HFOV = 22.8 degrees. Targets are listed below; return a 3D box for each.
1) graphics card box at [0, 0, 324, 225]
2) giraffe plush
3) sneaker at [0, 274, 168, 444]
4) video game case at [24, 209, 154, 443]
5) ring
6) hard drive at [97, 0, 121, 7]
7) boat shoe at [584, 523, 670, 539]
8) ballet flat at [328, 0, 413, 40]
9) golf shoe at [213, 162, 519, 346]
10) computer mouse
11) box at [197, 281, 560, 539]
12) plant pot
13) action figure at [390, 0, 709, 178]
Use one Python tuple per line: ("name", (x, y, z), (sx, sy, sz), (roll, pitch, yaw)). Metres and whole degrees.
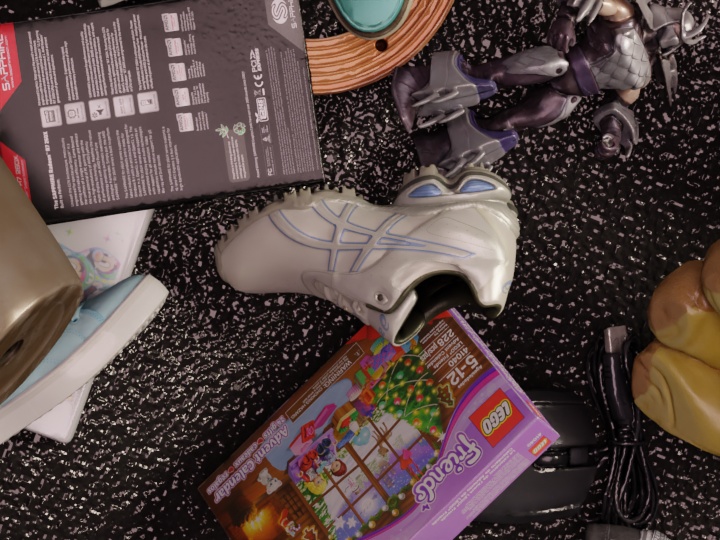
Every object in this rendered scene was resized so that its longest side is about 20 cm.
("graphics card box", (-0.126, -0.101, 1.102), (0.198, 0.051, 0.127), (-9, 91, -2))
("giraffe plush", (0.290, 0.059, 1.100), (0.161, 0.173, 0.201), (-25, 79, -34))
("sneaker", (-0.214, 0.050, 1.095), (0.199, 0.074, 0.082), (-36, 98, 0))
("video game case", (-0.236, -0.015, 1.138), (0.180, 0.024, 0.202), (20, 92, -3))
("ring", (-0.031, -0.213, 1.135), (0.198, 0.019, 0.203), (0, 92, -1))
("hard drive", (-0.138, -0.278, 1.099), (0.131, 0.027, 0.202), (-23, 84, -9))
("boat shoe", (0.143, 0.256, 1.141), (0.066, 0.070, 0.202), (15, 102, 9))
("ballet flat", (-0.001, -0.243, 1.093), (0.069, 0.069, 0.202), (-10, 97, -1))
("golf shoe", (0.000, 0.000, 1.087), (0.198, 0.078, 0.098), (-12, 63, 21))
("computer mouse", (0.093, 0.112, 1.141), (0.198, 0.053, 0.140), (-5, 94, -1))
("box", (0.008, 0.118, 1.099), (0.200, 0.039, 0.137), (-45, 53, 6))
("plant pot", (-0.260, -0.004, 1.013), (0.173, 0.200, 0.200), (41, 91, 7))
("action figure", (0.124, -0.117, 1.111), (0.198, 0.070, 0.131), (-21, 125, 9))
